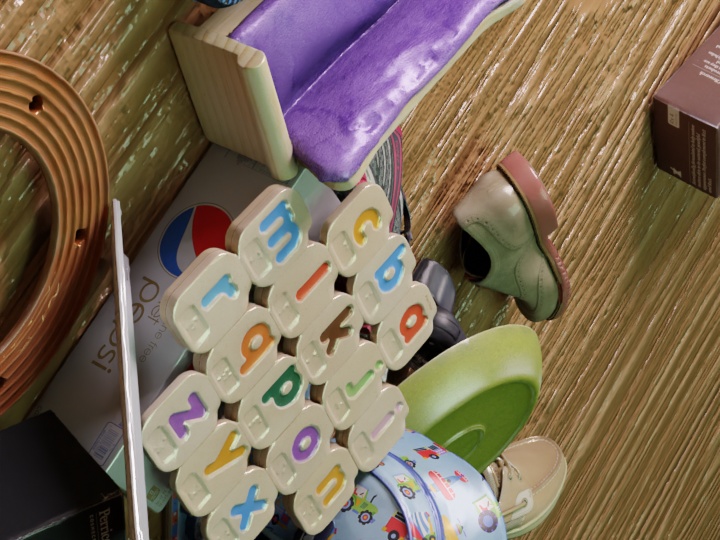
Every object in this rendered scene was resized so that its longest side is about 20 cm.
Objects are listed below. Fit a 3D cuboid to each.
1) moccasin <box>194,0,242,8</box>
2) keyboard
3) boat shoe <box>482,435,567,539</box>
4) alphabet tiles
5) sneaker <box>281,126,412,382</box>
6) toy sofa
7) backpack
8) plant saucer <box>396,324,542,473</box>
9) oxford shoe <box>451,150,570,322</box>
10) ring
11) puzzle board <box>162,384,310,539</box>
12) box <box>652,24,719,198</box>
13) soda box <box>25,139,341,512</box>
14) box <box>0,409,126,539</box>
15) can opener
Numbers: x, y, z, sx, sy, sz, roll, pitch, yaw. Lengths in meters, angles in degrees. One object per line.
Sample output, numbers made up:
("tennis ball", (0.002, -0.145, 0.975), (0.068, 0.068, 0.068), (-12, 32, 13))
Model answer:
("moccasin", (-0.026, -0.218, 0.721), (0.201, 0.068, 0.080), (-63, 150, -3))
("keyboard", (-0.111, 0.061, 0.702), (0.011, 0.201, 0.056), (-6, 145, -7))
("boat shoe", (0.107, 0.183, 1.228), (0.200, 0.072, 0.065), (-28, 135, -39))
("alphabet tiles", (-0.036, 0.053, 0.806), (0.196, 0.015, 0.200), (-48, 134, -23))
("sneaker", (0.000, 0.000, 0.912), (0.075, 0.080, 0.201), (-36, 139, -43))
("toy sofa", (0.002, -0.142, 0.792), (0.200, 0.097, 0.083), (-48, 146, -26))
("backpack", (-0.011, 0.194, 0.903), (0.134, 0.182, 0.201), (17, 97, -45))
("plant saucer", (0.059, 0.120, 1.053), (0.200, 0.031, 0.200), (-32, 153, -19))
("oxford shoe", (0.107, -0.013, 1.107), (0.075, 0.071, 0.200), (-31, 145, -4))
("ring", (-0.191, -0.005, 0.667), (0.200, 0.019, 0.201), (-38, 140, -40))
("puzzle board", (-0.074, 0.168, 0.981), (0.151, 0.017, 0.201), (-30, 136, -45))
("box", (0.348, -0.173, 1.324), (0.200, 0.075, 0.100), (-44, 147, -18))
("soda box", (-0.090, 0.025, 0.803), (0.200, 0.064, 0.068), (-57, 149, -13))
("box", (-0.188, 0.188, 0.726), (0.141, 0.079, 0.201), (-20, 131, -29))
("can opener", (0.067, 0.073, 1.088), (0.079, 0.063, 0.200), (-53, 148, -20))
